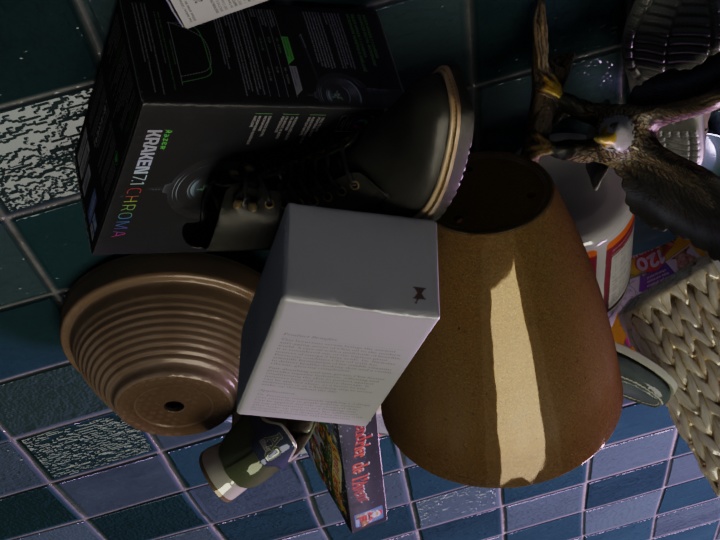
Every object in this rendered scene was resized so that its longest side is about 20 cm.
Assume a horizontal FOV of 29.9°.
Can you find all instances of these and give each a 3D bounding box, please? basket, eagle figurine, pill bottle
[{"bbox_3d":[0.327,0.084,1.190,0.123,0.200,0.136,-30,177,18],"label":"basket"},{"bbox_3d":[0.207,-0.094,0.942,0.199,0.151,0.152,9,135,25],"label":"eagle figurine"},{"bbox_3d":[0.173,-0.017,1.132,0.109,0.110,0.200,-16,150,-1],"label":"pill bottle"}]

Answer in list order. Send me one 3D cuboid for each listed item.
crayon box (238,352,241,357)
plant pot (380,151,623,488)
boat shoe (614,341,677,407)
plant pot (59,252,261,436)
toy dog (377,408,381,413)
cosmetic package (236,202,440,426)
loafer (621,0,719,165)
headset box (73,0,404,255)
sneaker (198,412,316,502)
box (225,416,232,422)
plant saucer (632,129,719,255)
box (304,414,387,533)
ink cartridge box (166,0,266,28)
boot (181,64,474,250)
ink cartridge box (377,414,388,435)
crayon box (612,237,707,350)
[{"bbox_3d":[0.000,0.000,1.068,0.200,0.052,0.126,-44,176,-41],"label":"crayon box"},{"bbox_3d":[0.094,0.021,0.974,0.186,0.187,0.200,-14,131,-4],"label":"plant pot"},{"bbox_3d":[0.165,0.082,1.133,0.199,0.062,0.073,21,161,1],"label":"boat shoe"},{"bbox_3d":[-0.160,0.078,1.161,0.200,0.093,0.201,-3,142,-2],"label":"plant pot"},{"bbox_3d":[0.085,0.087,1.226,0.193,0.201,0.140,2,147,-29],"label":"toy dog"},{"bbox_3d":[-0.021,0.036,0.915,0.101,0.071,0.200,7,153,-12],"label":"cosmetic package"},{"bbox_3d":[0.239,-0.163,1.028,0.075,0.070,0.200,11,142,14],"label":"loafer"},{"bbox_3d":[-0.082,-0.095,0.942,0.199,0.093,0.174,-2,148,-25],"label":"headset box"},{"bbox_3d":[-0.071,0.135,1.203,0.090,0.067,0.200,-33,-173,17],"label":"sneaker"},{"bbox_3d":[-0.057,0.103,1.344,0.199,0.040,0.137,4,144,-31],"label":"box"},{"bbox_3d":[0.245,-0.071,1.213,0.199,0.027,0.200,-12,151,-7],"label":"plant saucer"},{"bbox_3d":[-0.026,0.120,1.223,0.038,0.137,0.201,-18,129,-15],"label":"box"},{"bbox_3d":[-0.065,-0.221,0.752,0.199,0.077,0.137,-20,150,3],"label":"ink cartridge box"},{"bbox_3d":[-0.023,-0.059,0.867,0.138,0.078,0.200,3,146,-23],"label":"boot"},{"bbox_3d":[0.076,0.128,1.392,0.161,0.050,0.200,-28,156,-31],"label":"ink cartridge box"},{"bbox_3d":[0.300,0.028,1.316,0.200,0.119,0.058,-26,149,16],"label":"crayon box"}]
